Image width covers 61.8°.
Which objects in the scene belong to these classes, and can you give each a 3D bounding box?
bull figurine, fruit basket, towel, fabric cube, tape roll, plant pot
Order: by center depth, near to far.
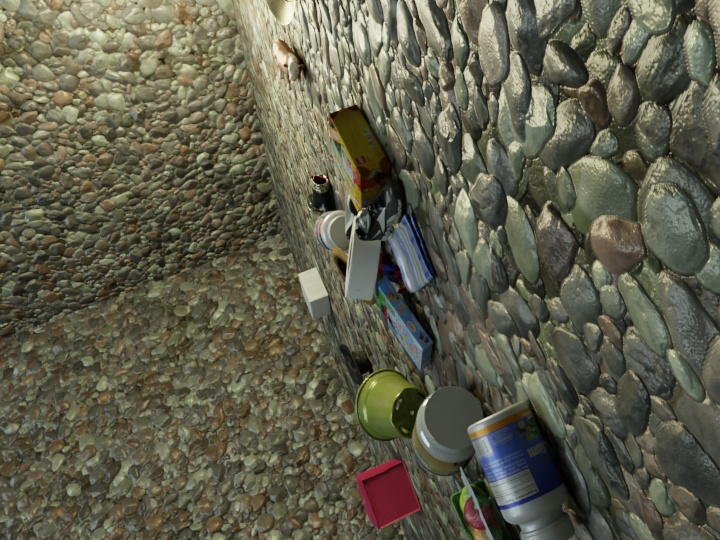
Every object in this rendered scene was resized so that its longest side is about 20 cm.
[{"bbox_3d":[0.259,0.515,1.262,0.202,0.091,0.189,80,167,-60],"label":"fruit basket"},{"bbox_3d":[0.109,-0.033,1.320,0.200,0.023,0.151,127,123,-77],"label":"towel"},{"bbox_3d":[0.005,-0.029,1.507,0.202,0.068,0.211,-173,90,-86],"label":"tape roll"},{"bbox_3d":[0.106,0.383,1.668,0.183,0.195,0.207,-13,97,68],"label":"plant pot"},{"bbox_3d":[-0.219,-0.629,1.856,0.123,0.063,0.203,91,159,-53],"label":"bull figurine"},{"bbox_3d":[0.107,0.901,2.438,0.200,0.194,0.202,119,131,-75],"label":"fabric cube"}]

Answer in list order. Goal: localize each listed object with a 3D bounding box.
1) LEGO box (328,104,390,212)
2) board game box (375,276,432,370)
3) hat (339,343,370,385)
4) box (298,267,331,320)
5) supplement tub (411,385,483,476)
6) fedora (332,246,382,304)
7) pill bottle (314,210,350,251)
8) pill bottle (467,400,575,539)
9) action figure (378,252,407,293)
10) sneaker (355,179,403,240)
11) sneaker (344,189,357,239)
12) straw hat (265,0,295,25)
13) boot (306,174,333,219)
[{"bbox_3d":[-0.003,-0.248,1.376,0.151,0.075,0.204,88,160,-56],"label":"LEGO box"},{"bbox_3d":[0.105,0.131,1.471,0.202,0.036,0.153,54,167,24],"label":"board game box"},{"bbox_3d":[-0.008,0.371,2.452,0.203,0.079,0.203,56,161,29],"label":"hat"},{"bbox_3d":[-0.234,0.120,3.090,0.155,0.103,0.203,84,163,-49],"label":"box"},{"bbox_3d":[0.181,0.334,1.251,0.202,0.140,0.147,90,158,-61],"label":"supplement tub"},{"bbox_3d":[0.000,0.000,1.719,0.202,0.081,0.202,50,164,19],"label":"fedora"},{"bbox_3d":[-0.070,-0.120,1.827,0.200,0.116,0.123,-163,54,-76],"label":"pill bottle"},{"bbox_3d":[0.256,0.322,0.945,0.113,0.109,0.205,101,147,-70],"label":"pill bottle"},{"bbox_3d":[0.069,0.000,1.523,0.200,0.050,0.067,-131,19,-68],"label":"action figure"},{"bbox_3d":[0.036,-0.121,1.314,0.201,0.088,0.068,113,140,-59],"label":"sneaker"},{"bbox_3d":[-0.009,-0.160,1.605,0.203,0.071,0.081,95,163,-51],"label":"sneaker"},{"bbox_3d":[-0.164,-0.693,1.423,0.202,0.083,0.205,48,152,36],"label":"straw hat"},{"bbox_3d":[-0.144,-0.267,2.088,0.204,0.071,0.158,-129,25,-51],"label":"boot"}]
